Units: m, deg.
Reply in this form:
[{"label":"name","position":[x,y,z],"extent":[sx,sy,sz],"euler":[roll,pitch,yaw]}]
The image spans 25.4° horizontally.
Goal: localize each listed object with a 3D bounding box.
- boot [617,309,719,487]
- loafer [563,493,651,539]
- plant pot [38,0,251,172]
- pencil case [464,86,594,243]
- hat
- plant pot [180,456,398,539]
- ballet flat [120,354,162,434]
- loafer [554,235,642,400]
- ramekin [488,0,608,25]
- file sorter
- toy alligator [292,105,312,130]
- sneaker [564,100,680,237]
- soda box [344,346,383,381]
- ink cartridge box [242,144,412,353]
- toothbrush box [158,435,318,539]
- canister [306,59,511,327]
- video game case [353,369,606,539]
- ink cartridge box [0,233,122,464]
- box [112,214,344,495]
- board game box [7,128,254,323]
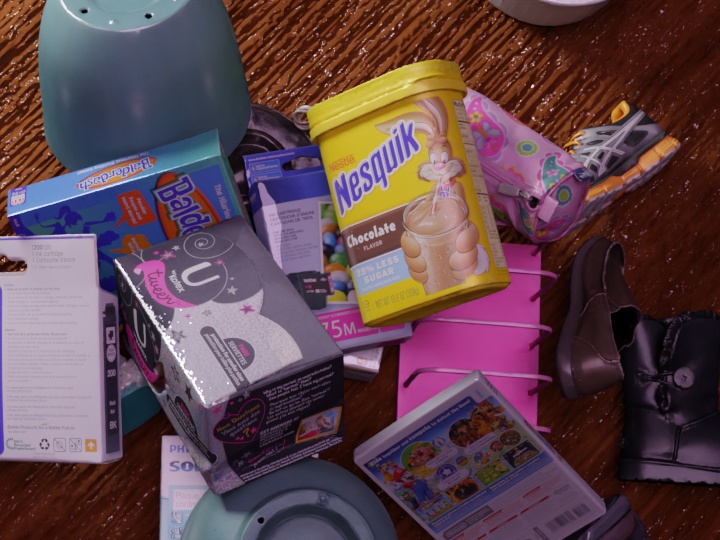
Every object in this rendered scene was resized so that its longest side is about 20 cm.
[{"label":"boot","position":[0.343,0.124,1.542],"extent":[0.198,0.076,0.170],"euler":[4,81,0]},{"label":"loafer","position":[0.193,0.295,1.494],"extent":[0.200,0.072,0.063],"euler":[-41,90,-16]},{"label":"plant pot","position":[-0.203,-0.201,1.459],"extent":[0.198,0.162,0.202],"euler":[0,51,0]},{"label":"pencil case","position":[0.117,-0.104,1.463],"extent":[0.200,0.088,0.087],"euler":[38,75,27]},{"label":"hat","position":[-0.120,-0.076,1.524],"extent":[0.198,0.081,0.203],"euler":[1,79,-7]},{"label":"plant pot","position":[-0.052,0.250,1.351],"extent":[0.198,0.134,0.203],"euler":[2,78,-10]},{"label":"ballet flat","position":[-0.195,0.095,1.495],"extent":[0.199,0.072,0.072],"euler":[-30,83,-14]},{"label":"loafer","position":[0.234,0.046,1.512],"extent":[0.070,0.073,0.201],"euler":[-3,43,21]},{"label":"ramekin","position":[0.195,-0.346,1.612],"extent":[0.198,0.098,0.203],"euler":[1,79,-7]},{"label":"file sorter","position":[0.112,0.059,1.502],"extent":[0.137,0.125,0.202],"euler":[4,78,-6]},{"label":"toy alligator","position":[0.032,-0.143,1.575],"extent":[0.198,0.060,0.054],"euler":[13,35,-3]},{"label":"sneaker","position":[0.223,-0.097,1.573],"extent":[0.199,0.078,0.077],"euler":[-32,79,-29]},{"label":"soda box","position":[0.000,0.000,1.532],"extent":[0.067,0.064,0.202],"euler":[12,78,-4]},{"label":"ink cartridge box","position":[-0.032,-0.023,1.474],"extent":[0.118,0.042,0.202],"euler":[-10,78,-18]},{"label":"toothbrush box","position":[-0.112,0.254,1.454],"extent":[0.145,0.085,0.202],"euler":[2,77,-7]},{"label":"canister","position":[0.044,-0.064,1.408],"extent":[0.148,0.086,0.202],"euler":[-20,80,32]},{"label":"video game case","position":[0.109,0.191,1.446],"extent":[0.143,0.018,0.200],"euler":[-34,118,20]},{"label":"ink cartridge box","position":[-0.310,0.069,1.431],"extent":[0.196,0.043,0.202],"euler":[0,93,19]},{"label":"box","position":[-0.115,0.067,1.370],"extent":[0.131,0.116,0.200],"euler":[-20,46,-21]},{"label":"board game box","position":[-0.200,-0.031,1.454],"extent":[0.198,0.153,0.045],"euler":[-17,39,3]}]
